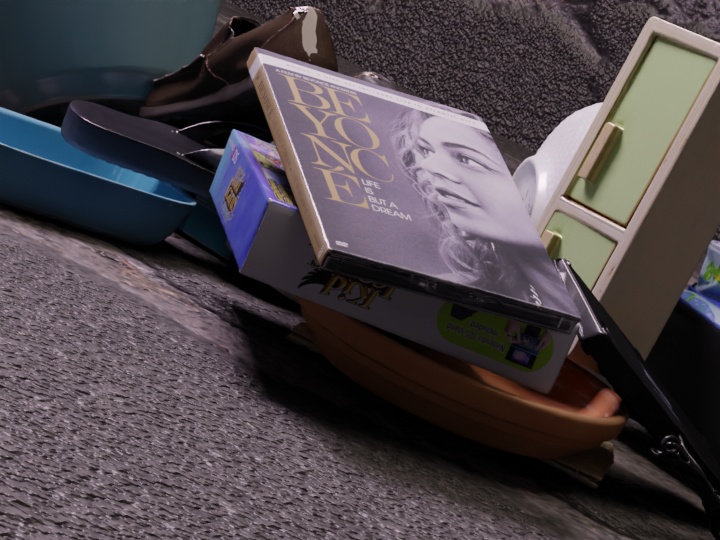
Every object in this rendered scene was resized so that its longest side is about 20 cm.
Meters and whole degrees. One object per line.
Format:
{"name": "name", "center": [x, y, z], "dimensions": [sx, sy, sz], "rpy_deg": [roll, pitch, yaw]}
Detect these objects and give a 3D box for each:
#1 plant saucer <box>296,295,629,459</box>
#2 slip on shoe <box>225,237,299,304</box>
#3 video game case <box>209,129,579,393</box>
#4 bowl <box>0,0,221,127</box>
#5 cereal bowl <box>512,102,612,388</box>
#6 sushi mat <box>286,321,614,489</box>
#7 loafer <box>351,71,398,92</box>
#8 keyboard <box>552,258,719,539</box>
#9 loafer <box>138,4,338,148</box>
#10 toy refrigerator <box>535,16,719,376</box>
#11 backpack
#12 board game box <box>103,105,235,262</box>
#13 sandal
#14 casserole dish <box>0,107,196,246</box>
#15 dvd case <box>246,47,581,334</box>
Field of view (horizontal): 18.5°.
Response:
{"name": "plant saucer", "center": [0.052, 0.054, 1.231], "dimensions": [0.199, 0.038, 0.200], "rpy_deg": [22, 10, -4]}
{"name": "slip on shoe", "center": [0.000, 0.000, 1.412], "dimensions": [0.199, 0.062, 0.074], "rpy_deg": [17, 13, -34]}
{"name": "video game case", "center": [0.012, -0.009, 1.227], "dimensions": [0.180, 0.046, 0.200], "rpy_deg": [23, 10, -13]}
{"name": "bowl", "center": [-0.187, -0.155, 1.532], "dimensions": [0.199, 0.106, 0.201], "rpy_deg": [-4, -11, -1]}
{"name": "cereal bowl", "center": [0.136, -0.018, 1.446], "dimensions": [0.083, 0.201, 0.200], "rpy_deg": [16, 10, -10]}
{"name": "sushi mat", "center": [0.055, 0.072, 1.284], "dimensions": [0.199, 0.012, 0.096], "rpy_deg": [25, 9, 8]}
{"name": "loafer", "center": [0.047, -0.050, 1.526], "dimensions": [0.201, 0.072, 0.072], "rpy_deg": [61, 28, -21]}
{"name": "keyboard", "center": [0.168, 0.087, 1.239], "dimensions": [0.200, 0.021, 0.127], "rpy_deg": [48, 13, -39]}
{"name": "loafer", "center": [-0.072, -0.124, 1.420], "dimensions": [0.073, 0.072, 0.199], "rpy_deg": [20, -16, -34]}
{"name": "toy refrigerator", "center": [0.163, -0.041, 1.303], "dimensions": [0.070, 0.201, 0.076], "rpy_deg": [26, 4, -43]}
{"name": "backpack", "center": [0.289, 0.080, 1.441], "dimensions": [0.199, 0.148, 0.183], "rpy_deg": [21, 11, -41]}
{"name": "board game box", "center": [-0.077, -0.048, 1.528], "dimensions": [0.151, 0.047, 0.200], "rpy_deg": [32, 11, 31]}
{"name": "sandal", "center": [-0.085, -0.070, 1.369], "dimensions": [0.199, 0.043, 0.076], "rpy_deg": [17, 15, -26]}
{"name": "casserole dish", "center": [-0.191, -0.061, 1.330], "dimensions": [0.199, 0.039, 0.121], "rpy_deg": [17, 11, -36]}
{"name": "dvd case", "center": [0.025, -0.046, 1.176], "dimensions": [0.148, 0.016, 0.200], "rpy_deg": [15, 29, -24]}
